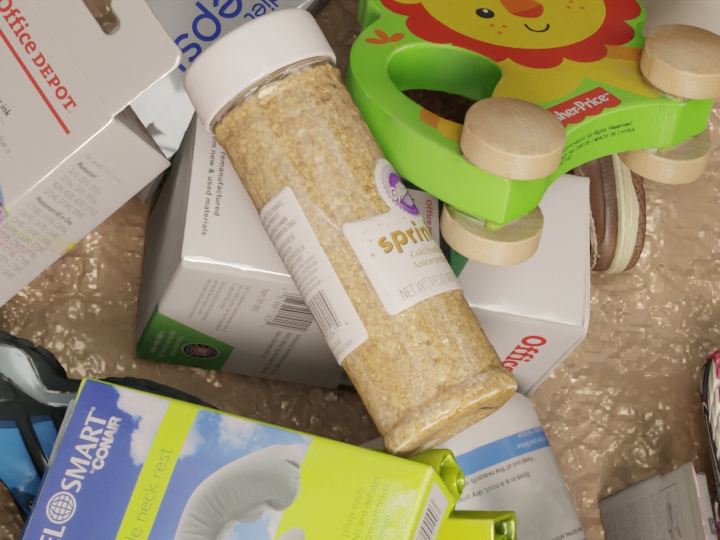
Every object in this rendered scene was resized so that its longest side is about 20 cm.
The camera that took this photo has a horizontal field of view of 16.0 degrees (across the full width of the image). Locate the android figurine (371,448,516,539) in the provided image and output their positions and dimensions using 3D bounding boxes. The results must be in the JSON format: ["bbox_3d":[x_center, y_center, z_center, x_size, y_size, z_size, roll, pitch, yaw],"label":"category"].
[{"bbox_3d":[0.010,0.172,1.168,0.198,0.041,0.184,0,92,23],"label":"android figurine"}]

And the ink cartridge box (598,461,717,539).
[{"bbox_3d":[0.170,0.177,1.227,0.057,0.200,0.164,-8,80,-12],"label":"ink cartridge box"}]

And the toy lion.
[{"bbox_3d":[0.067,-0.102,1.230,0.199,0.069,0.191,-25,49,-39],"label":"toy lion"}]

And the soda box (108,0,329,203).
[{"bbox_3d":[-0.068,-0.132,1.310,0.068,0.063,0.200,40,72,0],"label":"soda box"}]

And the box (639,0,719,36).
[{"bbox_3d":[0.197,-0.223,1.367,0.127,0.109,0.202,9,76,-11],"label":"box"}]

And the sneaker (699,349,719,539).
[{"bbox_3d":[0.206,0.138,1.300,0.080,0.074,0.202,-9,83,-37],"label":"sneaker"}]

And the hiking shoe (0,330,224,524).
[{"bbox_3d":[-0.126,0.094,1.234,0.199,0.074,0.087,16,78,15],"label":"hiking shoe"}]

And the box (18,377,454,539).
[{"bbox_3d":[-0.070,0.124,1.131,0.199,0.048,0.123,12,70,22],"label":"box"}]

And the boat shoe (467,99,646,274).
[{"bbox_3d":[0.091,-0.090,1.338,0.074,0.075,0.204,-9,69,-12],"label":"boat shoe"}]

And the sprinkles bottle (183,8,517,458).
[{"bbox_3d":[-0.005,-0.017,1.141,0.068,0.068,0.201,-26,78,-17],"label":"sprinkles bottle"}]

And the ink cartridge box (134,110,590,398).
[{"bbox_3d":[0.000,0.000,1.253,0.198,0.146,0.085,9,68,-12],"label":"ink cartridge box"}]

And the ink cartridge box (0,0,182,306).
[{"bbox_3d":[-0.173,-0.063,1.214,0.200,0.068,0.115,-39,63,6],"label":"ink cartridge box"}]

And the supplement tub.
[{"bbox_3d":[0.058,0.172,1.239,0.131,0.132,0.201,-19,82,-16],"label":"supplement tub"}]
